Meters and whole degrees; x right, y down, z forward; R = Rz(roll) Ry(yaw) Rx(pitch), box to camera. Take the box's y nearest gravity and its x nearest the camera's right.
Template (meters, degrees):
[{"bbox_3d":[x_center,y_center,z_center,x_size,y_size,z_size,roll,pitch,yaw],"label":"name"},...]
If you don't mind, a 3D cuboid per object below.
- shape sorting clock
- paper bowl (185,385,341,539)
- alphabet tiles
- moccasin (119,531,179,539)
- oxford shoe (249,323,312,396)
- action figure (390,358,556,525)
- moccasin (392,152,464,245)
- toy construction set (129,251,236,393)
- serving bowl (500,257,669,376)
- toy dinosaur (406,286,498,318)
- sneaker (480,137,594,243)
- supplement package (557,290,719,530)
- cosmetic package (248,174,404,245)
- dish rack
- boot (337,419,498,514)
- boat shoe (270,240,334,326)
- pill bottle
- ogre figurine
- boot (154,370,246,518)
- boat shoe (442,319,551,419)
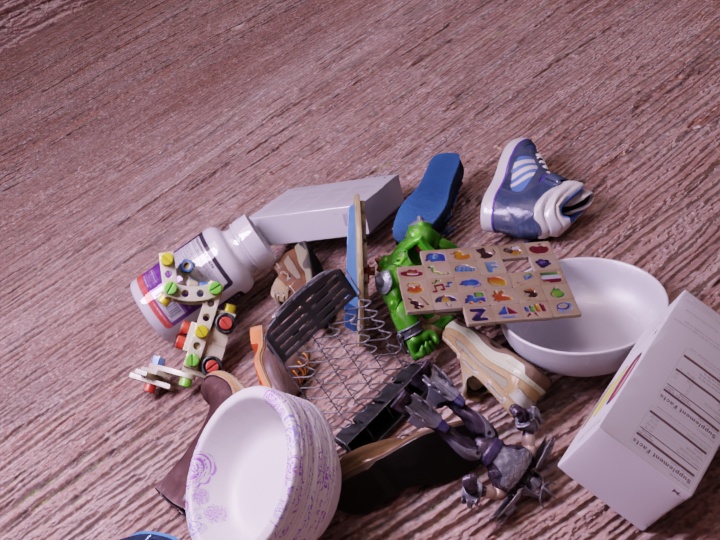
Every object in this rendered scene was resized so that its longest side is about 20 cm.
[{"bbox_3d":[0.000,0.000,1.542,0.039,0.201,0.201,2,36,-1],"label":"shape sorting clock"},{"bbox_3d":[-0.100,0.238,1.313,0.200,0.104,0.202,-24,55,40],"label":"paper bowl"},{"bbox_3d":[0.147,0.017,1.404,0.198,0.008,0.168,-5,32,-3],"label":"alphabet tiles"},{"bbox_3d":[-0.274,0.350,1.332,0.199,0.081,0.068,-19,17,33],"label":"moccasin"},{"bbox_3d":[-0.099,0.128,1.541,0.072,0.072,0.200,-17,35,-2],"label":"oxford shoe"},{"bbox_3d":[0.127,0.184,1.253,0.200,0.069,0.130,38,63,4],"label":"action figure"},{"bbox_3d":[0.112,-0.089,1.706,0.080,0.068,0.200,10,47,30],"label":"moccasin"},{"bbox_3d":[-0.245,0.084,1.623,0.130,0.201,0.092,18,4,-8],"label":"toy construction set"},{"bbox_3d":[0.263,0.064,1.384,0.199,0.066,0.201,-6,31,4],"label":"serving bowl"},{"bbox_3d":[0.145,0.043,1.455,0.088,0.048,0.200,0,-2,32],"label":"toy dinosaur"},{"bbox_3d":[0.262,-0.114,1.643,0.146,0.081,0.200,5,40,25],"label":"sneaker"},{"bbox_3d":[0.308,0.141,1.189,0.109,0.114,0.200,37,57,7],"label":"supplement package"},{"bbox_3d":[-0.052,-0.092,1.788,0.199,0.052,0.151,-5,21,27],"label":"cosmetic package"},{"bbox_3d":[-0.017,0.104,1.411,0.153,0.201,0.054,-43,20,-26],"label":"dish rack"},{"bbox_3d":[0.059,0.206,1.338,0.199,0.074,0.076,-22,24,8],"label":"boot"},{"bbox_3d":[-0.086,0.031,1.668,0.074,0.076,0.200,-27,25,5],"label":"boat shoe"},{"bbox_3d":[-0.227,0.007,1.720,0.199,0.112,0.112,-35,34,1],"label":"pill bottle"},{"bbox_3d":[0.084,0.011,1.525,0.200,0.120,0.098,-47,19,-25],"label":"ogre figurine"},{"bbox_3d":[-0.198,0.216,1.478,0.166,0.073,0.200,-40,33,-17],"label":"boot"},{"bbox_3d":[0.144,0.119,1.400,0.076,0.072,0.200,-55,26,-2],"label":"boat shoe"}]
